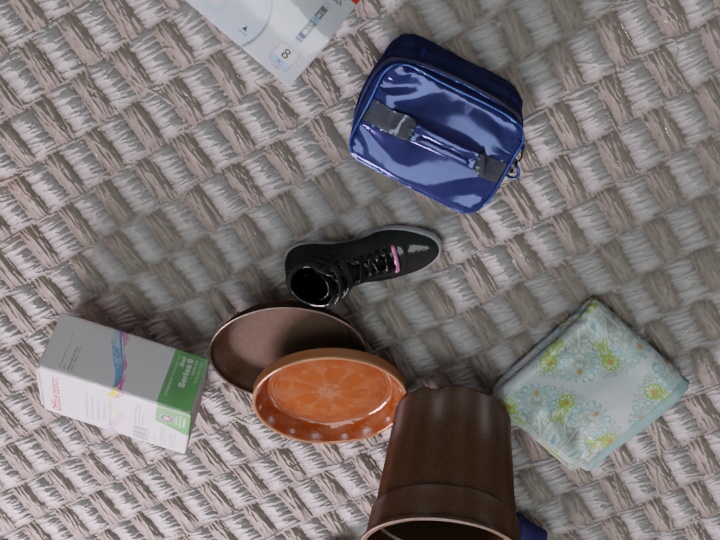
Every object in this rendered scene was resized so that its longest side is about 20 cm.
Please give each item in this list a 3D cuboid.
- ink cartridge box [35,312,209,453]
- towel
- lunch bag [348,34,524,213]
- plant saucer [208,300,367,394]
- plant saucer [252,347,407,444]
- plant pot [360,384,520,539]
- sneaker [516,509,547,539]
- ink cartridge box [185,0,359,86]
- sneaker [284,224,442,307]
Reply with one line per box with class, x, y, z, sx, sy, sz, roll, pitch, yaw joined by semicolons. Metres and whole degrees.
ink cartridge box;-0.303;0.145;1.562;0.199;0.088;0.145;16;151;-3
towel;0.287;0.152;1.548;0.171;0.048;0.200;38;116;-14
lunch bag;0.090;-0.155;1.357;0.199;0.132;0.136;25;119;-6
plant saucer;-0.091;0.094;1.540;0.199;0.037;0.201;-2;141;-1
plant saucer;-0.039;0.158;1.567;0.199;0.032;0.201;-1;140;-1
plant pot;0.109;0.263;1.508;0.199;0.199;0.201;6;143;4
sneaker;0.164;0.320;1.635;0.199;0.081;0.116;21;121;-3
ink cartridge box;-0.076;-0.325;1.334;0.160;0.047;0.200;39;118;-14
sneaker;0.000;0.000;1.472;0.199;0.099;0.071;-7;115;9
